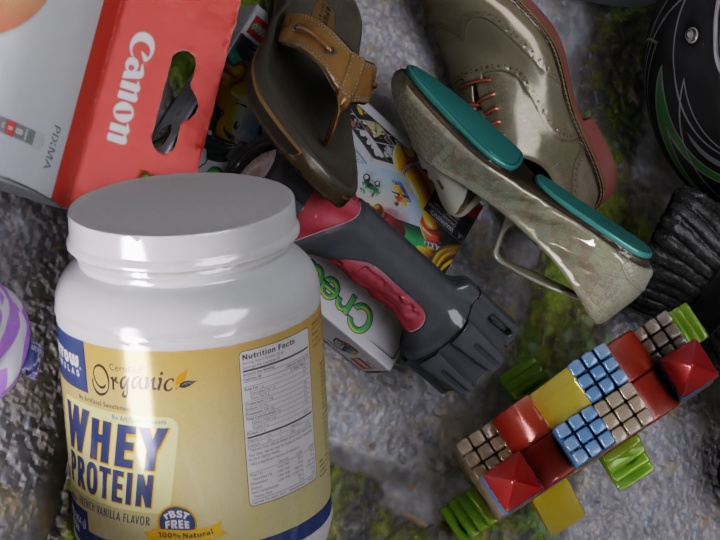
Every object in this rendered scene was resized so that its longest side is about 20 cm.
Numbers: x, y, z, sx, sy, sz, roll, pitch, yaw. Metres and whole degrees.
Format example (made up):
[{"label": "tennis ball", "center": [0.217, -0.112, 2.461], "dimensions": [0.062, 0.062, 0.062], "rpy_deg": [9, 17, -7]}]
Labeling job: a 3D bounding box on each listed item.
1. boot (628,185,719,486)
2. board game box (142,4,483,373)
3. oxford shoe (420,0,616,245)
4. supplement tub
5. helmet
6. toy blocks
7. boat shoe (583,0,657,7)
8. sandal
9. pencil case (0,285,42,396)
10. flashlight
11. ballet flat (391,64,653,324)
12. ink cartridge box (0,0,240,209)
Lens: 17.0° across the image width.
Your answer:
[{"label": "boot", "center": [0.235, 0.054, 1.569], "dimensions": [0.157, 0.212, 0.079], "rpy_deg": [22, 33, 4]}, {"label": "board game box", "center": [-0.029, -0.047, 1.437], "dimensions": [0.200, 0.035, 0.126], "rpy_deg": [40, 67, -24]}, {"label": "oxford shoe", "center": [0.090, -0.106, 1.491], "dimensions": [0.200, 0.070, 0.075], "rpy_deg": [55, 49, -17]}, {"label": "supplement tub", "center": [-0.090, 0.058, 1.300], "dimensions": [0.144, 0.144, 0.201], "rpy_deg": [-15, 111, -33]}, {"label": "helmet", "center": [0.277, -0.122, 1.550], "dimensions": [0.200, 0.190, 0.200], "rpy_deg": [-46, 151, -35]}, {"label": "toy blocks", "center": [0.134, 0.086, 1.432], "dimensions": [0.200, 0.137, 0.100], "rpy_deg": [-32, 82, -5]}, {"label": "boat shoe", "center": [0.113, -0.223, 1.524], "dimensions": [0.200, 0.069, 0.057], "rpy_deg": [20, 76, -28]}, {"label": "sandal", "center": [-0.017, -0.116, 1.369], "dimensions": [0.082, 0.055, 0.200], "rpy_deg": [41, 31, -22]}, {"label": "pencil case", "center": [-0.245, 0.011, 1.212], "dimensions": [0.200, 0.084, 0.086], "rpy_deg": [47, 56, -55]}, {"label": "flashlight", "center": [0.000, 0.000, 1.399], "dimensions": [0.200, 0.068, 0.068], "rpy_deg": [43, 62, -28]}, {"label": "ballet flat", "center": [0.085, -0.042, 1.443], "dimensions": [0.200, 0.067, 0.062], "rpy_deg": [39, 106, 5]}, {"label": "ink cartridge box", "center": [-0.168, -0.119, 1.324], "dimensions": [0.199, 0.050, 0.163], "rpy_deg": [17, 78, -16]}]
